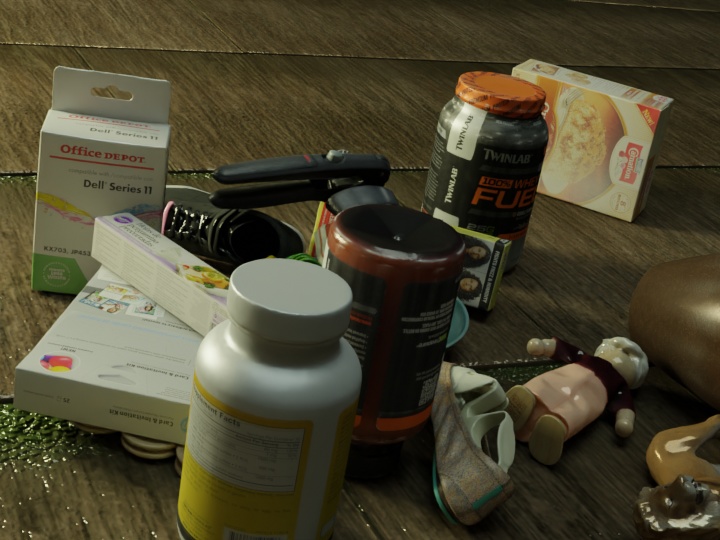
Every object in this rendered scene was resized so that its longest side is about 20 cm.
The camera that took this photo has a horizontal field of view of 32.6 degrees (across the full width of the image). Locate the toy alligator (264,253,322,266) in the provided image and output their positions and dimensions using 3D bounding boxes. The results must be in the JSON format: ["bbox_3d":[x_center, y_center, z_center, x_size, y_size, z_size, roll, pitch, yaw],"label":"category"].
[{"bbox_3d":[-0.051,0.015,1.043,0.059,0.054,0.200,46,-3,-14],"label":"toy alligator"}]

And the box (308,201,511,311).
[{"bbox_3d":[0.051,-0.021,1.274,0.199,0.076,0.050,17,8,13],"label":"box"}]

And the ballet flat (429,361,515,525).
[{"bbox_3d":[0.089,0.124,0.986,0.067,0.068,0.200,-32,30,14],"label":"ballet flat"}]

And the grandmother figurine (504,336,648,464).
[{"bbox_3d":[0.197,0.104,1.100,0.200,0.061,0.121,-17,63,-49],"label":"grandmother figurine"}]

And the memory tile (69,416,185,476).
[{"bbox_3d":[-0.131,0.104,1.014,0.153,0.017,0.200,18,25,17],"label":"memory tile"}]

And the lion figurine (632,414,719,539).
[{"bbox_3d":[0.267,0.169,0.984,0.122,0.073,0.200,-3,10,3],"label":"lion figurine"}]

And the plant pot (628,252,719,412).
[{"bbox_3d":[0.356,0.057,1.143,0.186,0.188,0.199,-12,18,-39],"label":"plant pot"}]

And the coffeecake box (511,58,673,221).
[{"bbox_3d":[0.286,-0.171,1.600,0.199,0.154,0.073,20,27,21],"label":"coffeecake box"}]

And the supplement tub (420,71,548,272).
[{"bbox_3d":[0.136,-0.107,1.350,0.122,0.201,0.123,8,25,-4],"label":"supplement tub"}]

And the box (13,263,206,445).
[{"bbox_3d":[-0.173,0.065,1.014,0.155,0.041,0.200,12,24,3],"label":"box"}]

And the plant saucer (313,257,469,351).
[{"bbox_3d":[0.003,0.045,1.170,0.199,0.036,0.200,9,25,-4],"label":"plant saucer"}]

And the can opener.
[{"bbox_3d":[-0.054,-0.088,1.203,0.199,0.064,0.079,1,27,-30],"label":"can opener"}]

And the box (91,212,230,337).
[{"bbox_3d":[-0.156,0.008,1.046,0.200,0.042,0.039,30,29,36],"label":"box"}]

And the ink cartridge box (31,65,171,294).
[{"bbox_3d":[-0.239,-0.078,1.141,0.116,0.201,0.067,6,25,-8],"label":"ink cartridge box"}]

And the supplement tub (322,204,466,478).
[{"bbox_3d":[0.012,0.058,0.947,0.106,0.201,0.107,9,24,-4],"label":"supplement tub"}]

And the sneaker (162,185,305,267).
[{"bbox_3d":[-0.153,-0.045,1.227,0.199,0.071,0.099,15,-1,1],"label":"sneaker"}]

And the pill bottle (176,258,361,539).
[{"bbox_3d":[-0.060,0.099,0.830,0.111,0.201,0.112,9,24,-4],"label":"pill bottle"}]

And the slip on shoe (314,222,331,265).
[{"bbox_3d":[0.000,0.000,1.124,0.061,0.074,0.200,-26,23,4],"label":"slip on shoe"}]
